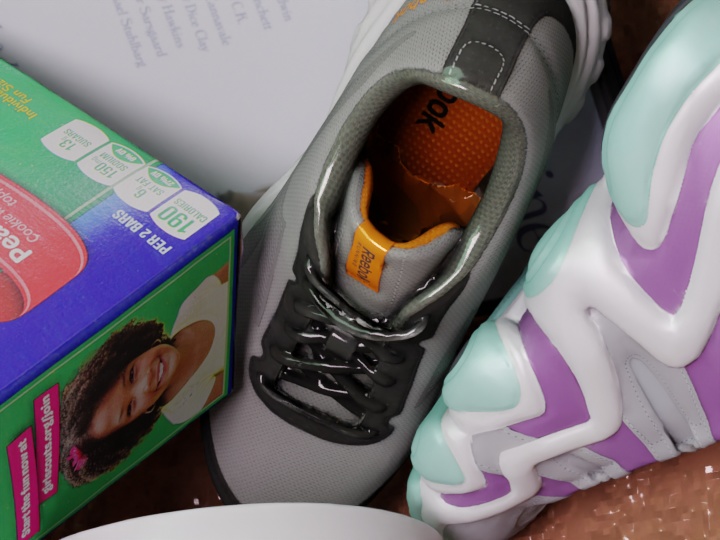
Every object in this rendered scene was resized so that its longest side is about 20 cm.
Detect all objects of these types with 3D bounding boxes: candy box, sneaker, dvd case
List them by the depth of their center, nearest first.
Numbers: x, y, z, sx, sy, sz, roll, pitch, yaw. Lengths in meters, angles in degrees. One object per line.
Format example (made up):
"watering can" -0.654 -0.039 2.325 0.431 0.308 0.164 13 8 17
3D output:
"sneaker" 0.101 0.033 0.732 0.140 0.078 0.200 34 132 6
"candy box" -0.158 0.020 0.735 0.169 0.077 0.200 32 53 26
"sneaker" 0.000 0.000 0.758 0.074 0.079 0.201 25 125 1
"dvd case" -0.024 -0.043 0.798 0.199 0.018 0.143 -11 114 21

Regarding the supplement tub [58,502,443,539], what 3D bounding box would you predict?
"supplement tub" -0.027 0.173 0.734 0.144 0.144 0.201 -19 65 31
